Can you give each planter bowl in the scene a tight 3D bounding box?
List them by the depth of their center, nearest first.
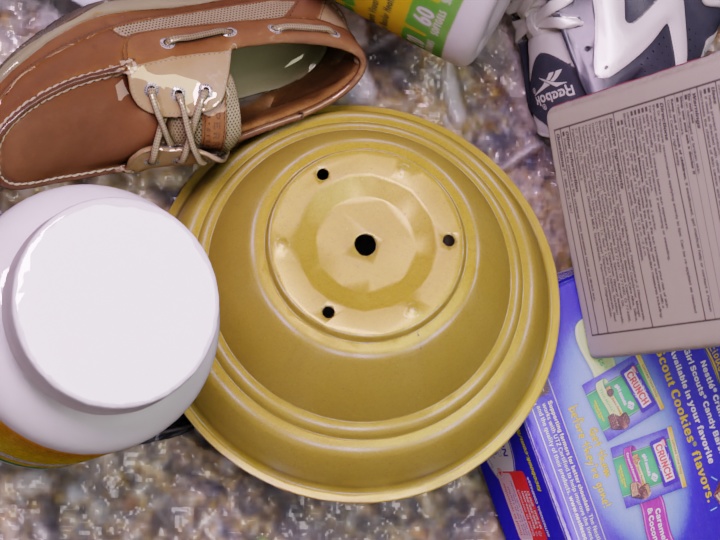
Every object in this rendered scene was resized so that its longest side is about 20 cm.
[{"bbox_3d":[0.000,0.000,1.139,0.199,0.084,0.202,1,70,-4],"label":"planter bowl"}]

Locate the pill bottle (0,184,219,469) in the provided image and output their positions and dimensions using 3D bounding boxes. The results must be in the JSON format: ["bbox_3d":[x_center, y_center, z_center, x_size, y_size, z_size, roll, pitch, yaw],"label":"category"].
[{"bbox_3d":[-0.123,0.024,1.050,0.112,0.200,0.114,2,82,-16],"label":"pill bottle"}]

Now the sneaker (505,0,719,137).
[{"bbox_3d":[0.092,-0.132,1.236,0.198,0.079,0.131,19,78,-26],"label":"sneaker"}]

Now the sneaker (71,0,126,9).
[{"bbox_3d":[-0.178,-0.188,1.114,0.199,0.073,0.071,27,91,-32],"label":"sneaker"}]

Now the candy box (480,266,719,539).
[{"bbox_3d":[0.159,0.069,1.257,0.199,0.077,0.170,-21,94,-24],"label":"candy box"}]

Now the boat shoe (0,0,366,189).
[{"bbox_3d":[-0.083,-0.085,1.134,0.199,0.074,0.076,-26,136,-29],"label":"boat shoe"}]

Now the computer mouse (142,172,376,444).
[{"bbox_3d":[-0.046,0.016,1.187,0.200,0.034,0.059,-43,105,-21],"label":"computer mouse"}]

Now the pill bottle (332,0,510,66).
[{"bbox_3d":[-0.012,-0.188,1.148,0.199,0.111,0.112,28,74,4],"label":"pill bottle"}]

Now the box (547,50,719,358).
[{"bbox_3d":[0.185,-0.035,1.129,0.108,0.200,0.129,-10,89,-23],"label":"box"}]
